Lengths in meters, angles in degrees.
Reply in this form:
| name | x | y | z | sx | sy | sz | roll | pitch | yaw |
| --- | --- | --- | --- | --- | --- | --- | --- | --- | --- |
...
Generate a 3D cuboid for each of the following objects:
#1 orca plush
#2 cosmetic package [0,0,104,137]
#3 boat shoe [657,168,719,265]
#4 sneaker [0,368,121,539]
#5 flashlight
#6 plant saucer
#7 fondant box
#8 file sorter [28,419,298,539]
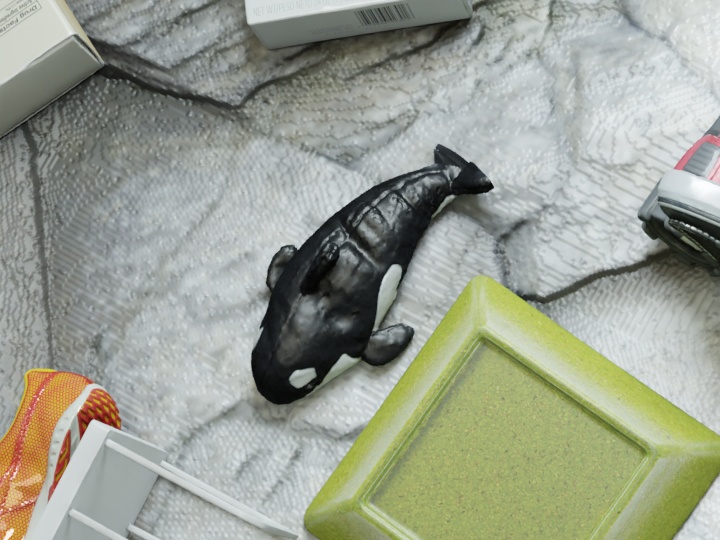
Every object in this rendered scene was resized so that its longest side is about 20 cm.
| name | x | y | z | sx | sy | sz | roll | pitch | yaw |
| --- | --- | --- | --- | --- | --- | --- | --- | --- | --- |
| orca plush | 0.000 | 0.000 | 1.357 | 0.200 | 0.071 | 0.105 | -36 | 74 | 2 |
| cosmetic package | -0.271 | -0.198 | 1.454 | 0.105 | 0.071 | 0.200 | -33 | 74 | 3 |
| boat shoe | 0.250 | 0.012 | 1.267 | 0.200 | 0.072 | 0.071 | 31 | 90 | -16 |
| sneaker | -0.220 | 0.160 | 1.381 | 0.077 | 0.073 | 0.200 | 17 | 78 | 37 |
| flashlight | 0.254 | -0.093 | 1.331 | 0.068 | 0.068 | 0.200 | 38 | 83 | -3 |
| plant saucer | 0.091 | 0.131 | 1.323 | 0.200 | 0.048 | 0.200 | 35 | 87 | 16 |
| fondant box | -0.009 | -0.258 | 1.420 | 0.144 | 0.058 | 0.201 | -8 | 76 | 10 |
| file sorter | -0.139 | 0.214 | 1.308 | 0.124 | 0.139 | 0.200 | 25 | 85 | 13 |
